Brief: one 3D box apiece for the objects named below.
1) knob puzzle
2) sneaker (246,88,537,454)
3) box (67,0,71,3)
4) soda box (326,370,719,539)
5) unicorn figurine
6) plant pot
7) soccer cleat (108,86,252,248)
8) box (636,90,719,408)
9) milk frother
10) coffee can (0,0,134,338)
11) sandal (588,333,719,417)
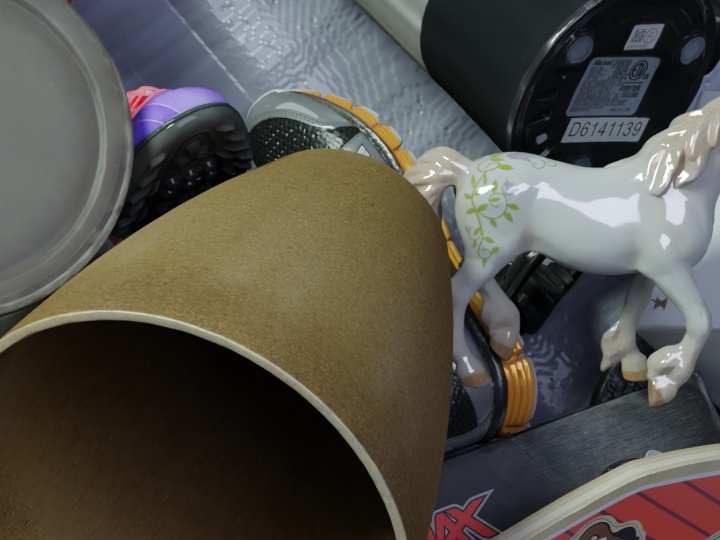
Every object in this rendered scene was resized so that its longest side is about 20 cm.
[{"bbox_3d":[0.106,0.156,1.091,0.218,0.221,0.030,-22,49,-23],"label":"knob puzzle"},{"bbox_3d":[0.000,0.000,1.157,0.077,0.078,0.201,-24,67,-30],"label":"sneaker"},{"bbox_3d":[-0.224,-0.175,1.133,0.198,0.095,0.104,1,76,-19],"label":"box"},{"bbox_3d":[0.072,0.108,1.111,0.199,0.063,0.071,-17,81,-29],"label":"soda box"},{"bbox_3d":[0.108,-0.016,1.085,0.198,0.074,0.139,1,108,-13],"label":"unicorn figurine"},{"bbox_3d":[-0.036,0.040,0.997,0.186,0.186,0.200,39,39,-6],"label":"plant pot"},{"bbox_3d":[-0.091,-0.051,1.094,0.068,0.200,0.074,-24,81,-10],"label":"soccer cleat"},{"bbox_3d":[0.229,0.017,1.193,0.200,0.097,0.125,39,62,-44],"label":"box"},{"bbox_3d":[0.057,-0.097,1.201,0.180,0.201,0.188,17,24,-50],"label":"milk frother"},{"bbox_3d":[-0.188,-0.029,1.052,0.145,0.200,0.148,5,74,-18],"label":"coffee can"},{"bbox_3d":[0.135,0.123,1.216,0.075,0.048,0.202,5,87,-19],"label":"sandal"}]
